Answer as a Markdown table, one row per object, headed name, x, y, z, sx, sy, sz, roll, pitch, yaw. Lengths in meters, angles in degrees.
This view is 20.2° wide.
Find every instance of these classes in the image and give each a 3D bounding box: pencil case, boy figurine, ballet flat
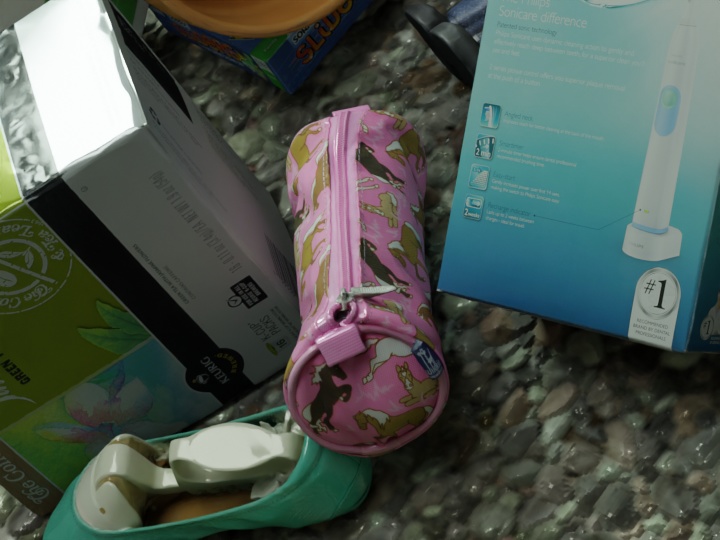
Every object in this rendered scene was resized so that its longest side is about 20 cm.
| name | x | y | z | sx | sy | sz | roll | pitch | yaw |
| --- | --- | --- | --- | --- | --- | --- | --- | --- | --- |
| pencil case | 0.000 | 0.000 | 1.025 | 0.087 | 0.082 | 0.201 | -54 | 22 | 31 |
| boy figurine | 0.125 | -0.179 | 1.126 | 0.200 | 0.064 | 0.124 | -41 | 36 | 1 |
| ballet flat | -0.092 | 0.105 | 1.035 | 0.199 | 0.070 | 0.068 | -14 | 50 | 23 |

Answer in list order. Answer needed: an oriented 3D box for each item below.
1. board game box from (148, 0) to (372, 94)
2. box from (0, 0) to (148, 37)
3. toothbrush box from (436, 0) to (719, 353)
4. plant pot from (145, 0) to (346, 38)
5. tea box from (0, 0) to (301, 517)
| name | x | y | z | sx | sy | sz | roll | pitch | yaw |
| --- | --- | --- | --- | --- | --- | --- | --- | --- | --- |
| board game box | -0.028 | -0.214 | 1.270 | 0.135 | 0.034 | 0.200 | 29 | 75 | 43 |
| box | -0.258 | -0.135 | 1.237 | 0.199 | 0.171 | 0.200 | -22 | 46 | 33 |
| toothbrush box | 0.132 | -0.072 | 0.961 | 0.146 | 0.085 | 0.202 | 13 | 96 | 39 |
| plant pot | -0.093 | -0.242 | 1.185 | 0.201 | 0.200 | 0.140 | -53 | 33 | -15 |
| tea box | -0.158 | -0.008 | 1.074 | 0.196 | 0.200 | 0.134 | -32 | 45 | 8 |
